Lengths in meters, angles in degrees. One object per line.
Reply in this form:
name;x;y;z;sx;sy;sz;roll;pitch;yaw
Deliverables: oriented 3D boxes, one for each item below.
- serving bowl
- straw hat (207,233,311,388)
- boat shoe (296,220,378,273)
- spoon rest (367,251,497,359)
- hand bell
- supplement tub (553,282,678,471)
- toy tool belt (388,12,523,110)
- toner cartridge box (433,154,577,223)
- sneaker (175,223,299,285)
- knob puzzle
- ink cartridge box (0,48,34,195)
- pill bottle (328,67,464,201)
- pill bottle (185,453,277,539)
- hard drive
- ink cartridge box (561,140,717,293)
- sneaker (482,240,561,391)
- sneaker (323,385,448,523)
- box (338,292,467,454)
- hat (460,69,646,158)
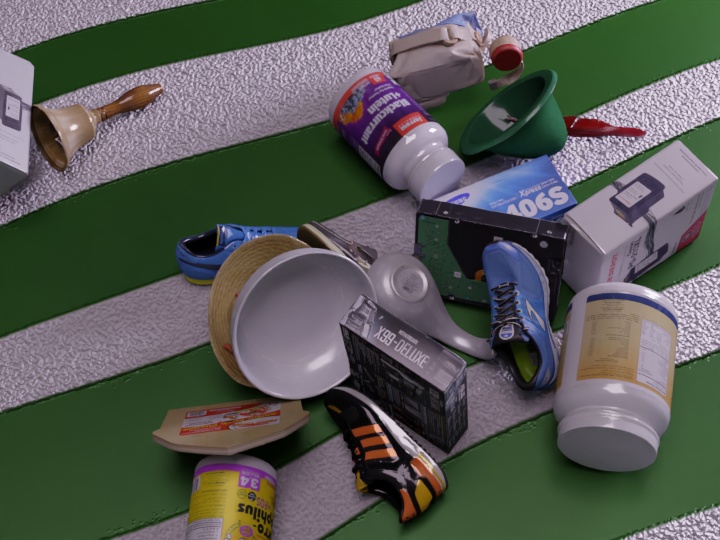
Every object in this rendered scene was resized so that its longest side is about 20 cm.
serving bowl;-0.079;0.060;1.672;0.199;0.202;0.066;-28;29;-14
straw hat;-0.137;0.050;1.736;0.201;0.202;0.085;-42;24;-21
boat shoe;0.001;0.000;1.777;0.200;0.072;0.066;41;57;14
spoon rest;0.094;0.053;1.722;0.199;0.061;0.100;35;63;-1
hand bell;-0.380;-0.236;1.946;0.199;0.105;0.104;-31;61;-28
supplement tub;0.317;0.133;1.632;0.143;0.145;0.202;9;59;9
toy tool belt;0.137;-0.330;1.936;0.198;0.125;0.124;-15;49;14
toner cartridge box;0.193;-0.081;1.831;0.198;0.043;0.096;-23;59;-10
sneaker;-0.155;-0.032;1.800;0.198;0.079;0.067;-9;56;-4
knob puzzle;-0.158;0.201;1.616;0.217;0.220;0.031;-6;99;-1
ink cartridge box;-0.545;-0.202;1.883;0.145;0.083;0.202;-30;51;34
pill bottle;0.054;-0.187;1.863;0.111;0.112;0.200;-34;62;-17
pill bottle;-0.158;0.328;1.561;0.103;0.105;0.202;2;60;4
hard drive;0.169;-0.015;1.732;0.198;0.141;0.038;10;40;12
ink cartridge box;0.363;-0.059;1.747;0.199;0.145;0.085;-32;62;-16
sneaker;0.201;0.059;1.665;0.078;0.089;0.202;-20;89;30
sneaker;0.012;0.228;1.633;0.200;0.070;0.090;39;65;21
box;0.056;0.131;1.614;0.157;0.201;0.050;32;68;21
hat;0.271;-0.174;1.889;0.199;0.176;0.166;-27;26;38
